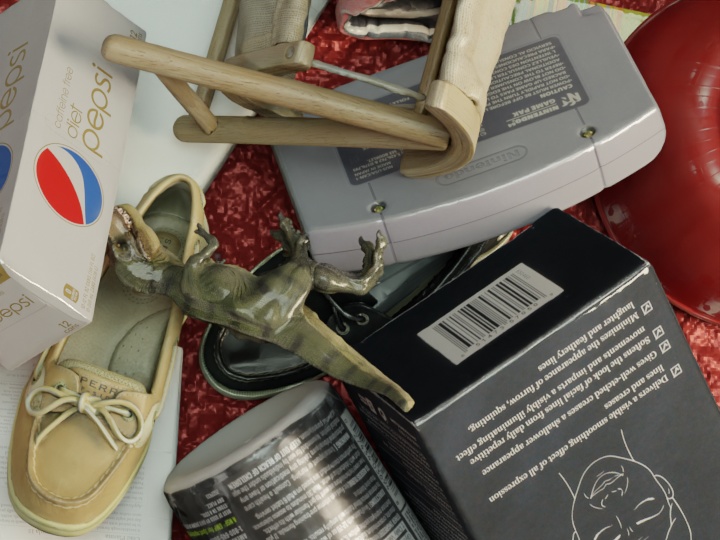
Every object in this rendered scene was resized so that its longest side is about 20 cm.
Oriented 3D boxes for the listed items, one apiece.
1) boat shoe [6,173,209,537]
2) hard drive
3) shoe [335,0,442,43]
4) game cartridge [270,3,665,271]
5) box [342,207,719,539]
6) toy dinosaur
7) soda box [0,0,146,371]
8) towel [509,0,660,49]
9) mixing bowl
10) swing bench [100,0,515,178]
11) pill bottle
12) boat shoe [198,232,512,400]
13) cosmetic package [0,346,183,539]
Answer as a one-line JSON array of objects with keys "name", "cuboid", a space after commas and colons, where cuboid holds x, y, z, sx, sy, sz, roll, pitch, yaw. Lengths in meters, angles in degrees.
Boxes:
[{"name": "boat shoe", "cuboid": [-0.127, 0.042, 1.551, 0.073, 0.063, 0.201, 23, 59, 5]}, {"name": "hard drive", "cuboid": [-0.121, -0.109, 1.655, 0.132, 0.026, 0.200, 32, 77, 1]}, {"name": "shoe", "cuboid": [0.079, -0.178, 1.658, 0.199, 0.072, 0.091, -5, 67, 2]}, {"name": "game cartridge", "cuboid": [0.056, -0.069, 1.612, 0.199, 0.042, 0.133, -19, 44, -1]}, {"name": "box", "cuboid": [0.104, 0.097, 1.555, 0.148, 0.107, 0.200, -33, 117, -12]}, {"name": "toy dinosaur", "cuboid": [-0.037, 0.010, 1.524, 0.199, 0.048, 0.088, 26, 48, 23]}, {"name": "soda box", "cuboid": [-0.166, -0.053, 1.540, 0.064, 0.068, 0.201, 35, 43, -31]}, {"name": "towel", "cuboid": [0.164, -0.100, 1.691, 0.199, 0.018, 0.086, 11, 82, -4]}, {"name": "mixing bowl", "cuboid": [0.230, -0.071, 1.632, 0.199, 0.108, 0.201, 1, 83, -6]}, {"name": "swing bench", "cuboid": [-0.001, -0.165, 1.561, 0.199, 0.130, 0.200, 10, 75, 21]}, {"name": "pill bottle", "cuboid": [-0.009, 0.166, 1.564, 0.106, 0.106, 0.200, -33, 98, -11]}, {"name": "boat shoe", "cuboid": [0.002, 0.002, 1.626, 0.199, 0.066, 0.075, -26, 83, -10]}, {"name": "cosmetic package", "cuboid": [-0.198, 0.111, 1.590, 0.199, 0.052, 0.152, 5, 74, -6]}]
